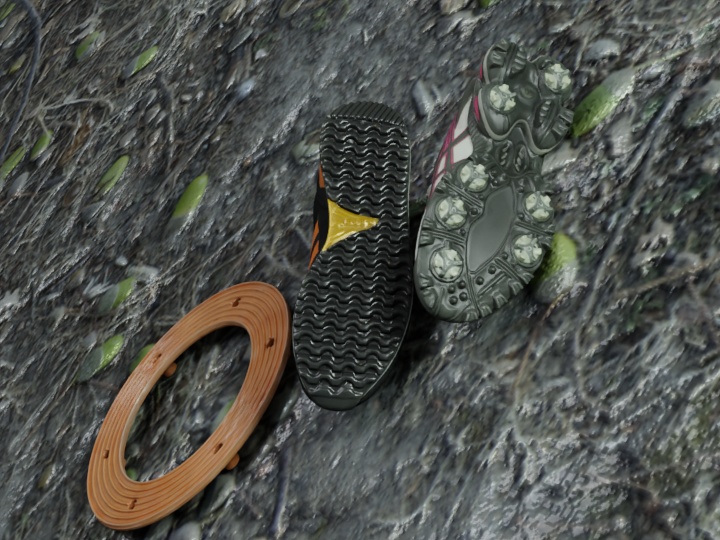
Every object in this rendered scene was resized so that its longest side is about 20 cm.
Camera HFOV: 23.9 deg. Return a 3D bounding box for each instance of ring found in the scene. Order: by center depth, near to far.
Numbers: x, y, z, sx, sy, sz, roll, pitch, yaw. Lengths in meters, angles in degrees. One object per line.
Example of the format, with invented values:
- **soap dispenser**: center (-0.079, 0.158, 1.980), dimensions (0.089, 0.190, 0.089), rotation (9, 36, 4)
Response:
- **ring**: center (-0.117, 0.094, 1.182), dimensions (0.200, 0.019, 0.201), rotation (-35, 30, 24)

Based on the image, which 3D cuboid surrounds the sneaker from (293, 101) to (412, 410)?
- **sneaker**: center (0.000, 0.000, 1.077), dimensions (0.090, 0.069, 0.201), rotation (86, -172, -68)

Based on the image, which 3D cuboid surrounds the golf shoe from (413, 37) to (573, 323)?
- **golf shoe**: center (0.075, -0.043, 1.036), dimensions (0.088, 0.077, 0.201), rotation (-48, 17, 56)
